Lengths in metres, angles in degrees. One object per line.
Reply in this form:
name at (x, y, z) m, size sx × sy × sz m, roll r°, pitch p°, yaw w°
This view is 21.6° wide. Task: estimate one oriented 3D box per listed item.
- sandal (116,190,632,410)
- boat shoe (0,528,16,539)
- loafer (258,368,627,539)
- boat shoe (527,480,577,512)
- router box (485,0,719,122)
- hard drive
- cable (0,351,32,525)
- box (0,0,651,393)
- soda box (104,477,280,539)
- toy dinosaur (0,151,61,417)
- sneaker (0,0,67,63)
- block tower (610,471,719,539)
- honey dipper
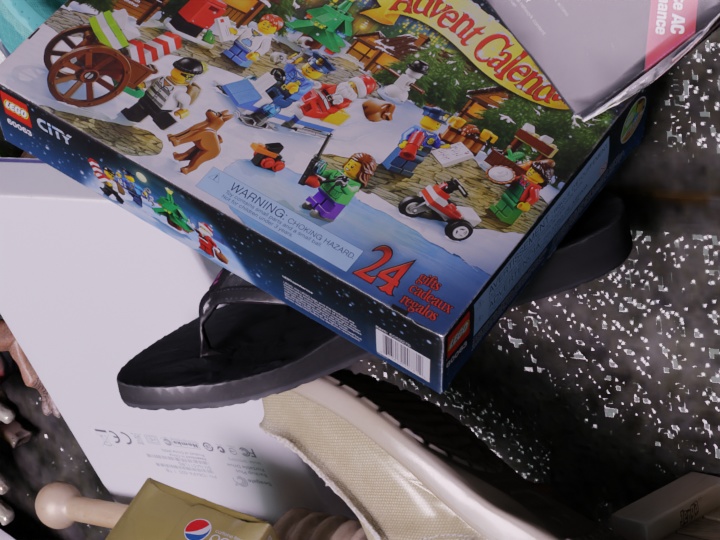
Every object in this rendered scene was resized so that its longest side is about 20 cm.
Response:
sandal at (0.000, -0.001, 0.705) m, size 0.200 × 0.075 × 0.048 m, roll -19°, pitch 109°, yaw -1°
boat shoe at (-0.239, 0.142, 0.967) m, size 0.200 × 0.066 × 0.072 m, roll 31°, pitch 154°, yaw 18°
loafer at (0.031, 0.099, 0.695) m, size 0.200 × 0.076 × 0.068 m, roll 34°, pitch 98°, yaw 30°
boat shoe at (0.037, 0.174, 0.789) m, size 0.074 × 0.076 × 0.200 m, roll 27°, pitch 120°, yaw 29°
router box at (0.055, -0.157, 0.590) m, size 0.062 × 0.150 × 0.200 m, roll -38°, pitch 91°, yaw 32°
hard drive at (-0.090, 0.038, 0.808) m, size 0.132 × 0.025 × 0.200 m, roll 4°, pitch 133°, yaw 34°
cable at (-0.239, 0.044, 0.950) m, size 0.200 × 0.050 × 0.097 m, roll 27°, pitch 126°, yaw 23°
box at (-0.015, -0.059, 0.687) m, size 0.200 × 0.137 × 0.038 m, roll 29°, pitch 151°, yaw 20°
soda box at (-0.049, 0.173, 0.793) m, size 0.064 × 0.068 × 0.200 m, roll 16°, pitch 149°, yaw 30°
toy dinosaur at (-0.197, -0.005, 0.836) m, size 0.086 × 0.135 × 0.200 m, roll 13°, pitch 94°, yaw 38°
sneaker at (-0.076, -0.073, 0.767) m, size 0.200 × 0.078 × 0.080 m, roll 43°, pitch 156°, yaw 4°
block tower at (0.138, 0.183, 0.722) m, size 0.058 × 0.054 × 0.200 m, roll 6°, pitch 108°, yaw 44°
honey dipper at (-0.072, 0.114, 0.831) m, size 0.200 × 0.038 × 0.038 m, roll 6°, pitch 110°, yaw 37°
